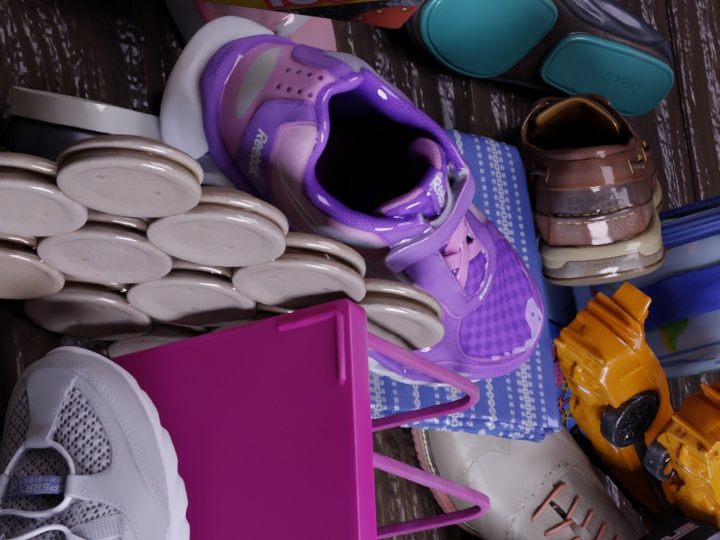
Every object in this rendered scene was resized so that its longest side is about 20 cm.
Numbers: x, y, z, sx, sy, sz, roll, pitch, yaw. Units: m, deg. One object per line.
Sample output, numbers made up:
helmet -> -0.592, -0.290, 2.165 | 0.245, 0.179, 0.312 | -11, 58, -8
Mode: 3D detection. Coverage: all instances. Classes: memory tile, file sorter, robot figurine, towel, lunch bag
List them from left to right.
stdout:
memory tile -> -0.077, -0.003, 1.006 | 0.200, 0.152, 0.017 | 30, 58, -49
file sorter -> -0.025, 0.135, 1.042 | 0.125, 0.138, 0.202 | 26, 56, -53
towel -> 0.000, 0.000, 1.196 | 0.199, 0.024, 0.146 | 8, 67, -37
robot figurine -> 0.158, 0.092, 1.290 | 0.058, 0.145, 0.200 | -45, 147, -9
lunch bag -> 0.210, 0.000, 1.358 | 0.160, 0.199, 0.083 | -5, 80, -56

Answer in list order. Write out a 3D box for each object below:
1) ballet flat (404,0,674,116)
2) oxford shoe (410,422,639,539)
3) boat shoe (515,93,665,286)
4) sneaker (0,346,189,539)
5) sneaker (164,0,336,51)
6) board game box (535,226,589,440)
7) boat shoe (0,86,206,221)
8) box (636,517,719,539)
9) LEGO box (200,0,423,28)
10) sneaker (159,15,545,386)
ballet flat -> 0.081, -0.129, 1.387 | 0.199, 0.073, 0.074 | 16, 64, -46
oxford shoe -> 0.094, 0.113, 1.268 | 0.071, 0.074, 0.200 | -47, 120, -15
boat shoe -> 0.109, -0.053, 1.321 | 0.200, 0.071, 0.068 | -92, 172, -73
sneaker -> -0.113, 0.118, 0.970 | 0.082, 0.074, 0.201 | 31, 53, -49
sneaker -> -0.037, -0.158, 1.179 | 0.201, 0.104, 0.075 | 65, 32, -16
board game box -> 0.100, 0.030, 1.381 | 0.200, 0.019, 0.104 | -39, 109, -55
boat shoe -> -0.063, -0.021, 1.100 | 0.199, 0.072, 0.068 | 13, 86, -42
box -> 0.128, 0.236, 1.232 | 0.160, 0.043, 0.201 | -30, 105, -17
LEGO box -> -0.051, -0.167, 1.042 | 0.199, 0.149, 0.078 | 6, 69, -20
sneaker -> 0.014, -0.020, 1.061 | 0.200, 0.088, 0.081 | 43, 64, -34
